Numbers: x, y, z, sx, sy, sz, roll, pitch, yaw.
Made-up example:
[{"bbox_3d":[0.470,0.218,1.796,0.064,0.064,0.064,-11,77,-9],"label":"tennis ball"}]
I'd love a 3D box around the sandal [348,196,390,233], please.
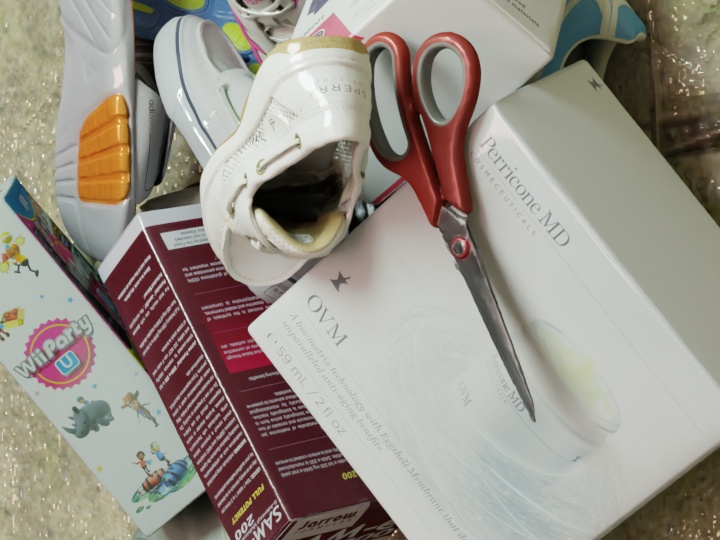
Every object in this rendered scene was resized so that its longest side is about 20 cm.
[{"bbox_3d":[0.000,0.001,1.536,0.075,0.048,0.201,31,109,57],"label":"sandal"}]

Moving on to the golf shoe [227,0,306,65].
[{"bbox_3d":[-0.049,-0.155,1.517,0.072,0.092,0.201,-14,109,28],"label":"golf shoe"}]

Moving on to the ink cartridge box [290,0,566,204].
[{"bbox_3d":[0.041,-0.153,1.424,0.145,0.084,0.200,-39,21,35],"label":"ink cartridge box"}]

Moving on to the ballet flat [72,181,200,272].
[{"bbox_3d":[-0.122,-0.010,1.640,0.200,0.068,0.068,-25,70,37],"label":"ballet flat"}]

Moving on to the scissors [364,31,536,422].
[{"bbox_3d":[0.042,-0.021,1.312,0.073,0.014,0.201,-12,89,35],"label":"scissors"}]

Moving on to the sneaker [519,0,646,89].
[{"bbox_3d":[0.088,-0.066,1.465,0.072,0.072,0.201,38,115,27],"label":"sneaker"}]

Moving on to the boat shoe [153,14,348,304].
[{"bbox_3d":[-0.053,-0.074,1.503,0.067,0.073,0.201,-39,58,25],"label":"boat shoe"}]

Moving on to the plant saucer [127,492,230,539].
[{"bbox_3d":[-0.119,0.213,1.578,0.200,0.050,0.201,-170,90,-70],"label":"plant saucer"}]

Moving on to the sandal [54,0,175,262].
[{"bbox_3d":[-0.136,-0.105,1.580,0.079,0.059,0.208,24,117,49],"label":"sandal"}]

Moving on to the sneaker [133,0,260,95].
[{"bbox_3d":[-0.094,-0.125,1.629,0.199,0.083,0.071,32,67,24],"label":"sneaker"}]

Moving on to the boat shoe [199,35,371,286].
[{"bbox_3d":[-0.036,-0.036,1.341,0.200,0.070,0.070,110,152,-59],"label":"boat shoe"}]

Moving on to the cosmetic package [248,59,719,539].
[{"bbox_3d":[0.088,0.037,1.385,0.200,0.123,0.200,-42,83,30],"label":"cosmetic package"}]

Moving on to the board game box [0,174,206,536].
[{"bbox_3d":[-0.162,0.046,1.561,0.064,0.148,0.200,-40,98,1],"label":"board game box"}]

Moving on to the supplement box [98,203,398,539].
[{"bbox_3d":[-0.052,0.058,1.496,0.061,0.109,0.201,-50,59,43],"label":"supplement box"}]
